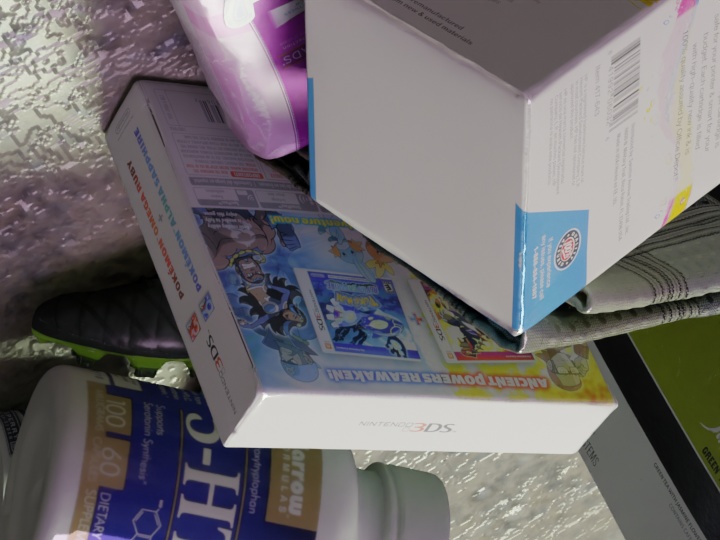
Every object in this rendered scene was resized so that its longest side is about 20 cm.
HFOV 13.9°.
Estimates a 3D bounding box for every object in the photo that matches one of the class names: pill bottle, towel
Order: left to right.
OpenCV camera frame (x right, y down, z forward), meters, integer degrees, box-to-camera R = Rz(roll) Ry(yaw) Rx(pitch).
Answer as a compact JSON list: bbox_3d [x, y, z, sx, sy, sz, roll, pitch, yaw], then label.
[{"bbox_3d":[-0.064,0.122,1.413,0.199,0.120,0.120,12,131,-16],"label":"pill bottle"},{"bbox_3d":[0.079,-0.032,1.340,0.199,0.192,0.035,-11,128,-43],"label":"towel"}]

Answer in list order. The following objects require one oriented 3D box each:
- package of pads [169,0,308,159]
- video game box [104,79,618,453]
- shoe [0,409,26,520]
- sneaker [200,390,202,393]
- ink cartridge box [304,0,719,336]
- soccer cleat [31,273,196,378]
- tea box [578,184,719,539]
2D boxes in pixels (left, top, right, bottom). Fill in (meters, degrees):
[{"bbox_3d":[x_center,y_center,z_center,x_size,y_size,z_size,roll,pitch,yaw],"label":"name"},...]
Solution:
[{"bbox_3d":[-0.029,-0.144,1.255,0.120,0.076,0.200,-26,144,-2],"label":"package of pads"},{"bbox_3d":[0.000,0.000,1.356,0.199,0.183,0.047,4,135,-35],"label":"video game box"},{"bbox_3d":[-0.154,0.149,1.529,0.090,0.072,0.201,-4,133,-20],"label":"shoe"},{"bbox_3d":[-0.061,0.114,1.533,0.074,0.088,0.201,-4,137,-28],"label":"sneaker"},{"bbox_3d":[0.089,-0.096,1.241,0.200,0.125,0.129,-35,142,-32],"label":"ink cartridge box"},{"bbox_3d":[-0.061,0.009,1.436,0.198,0.068,0.082,0,96,-12],"label":"soccer cleat"},{"bbox_3d":[0.214,0.044,1.528,0.133,0.201,0.197,10,131,-39],"label":"tea box"}]
